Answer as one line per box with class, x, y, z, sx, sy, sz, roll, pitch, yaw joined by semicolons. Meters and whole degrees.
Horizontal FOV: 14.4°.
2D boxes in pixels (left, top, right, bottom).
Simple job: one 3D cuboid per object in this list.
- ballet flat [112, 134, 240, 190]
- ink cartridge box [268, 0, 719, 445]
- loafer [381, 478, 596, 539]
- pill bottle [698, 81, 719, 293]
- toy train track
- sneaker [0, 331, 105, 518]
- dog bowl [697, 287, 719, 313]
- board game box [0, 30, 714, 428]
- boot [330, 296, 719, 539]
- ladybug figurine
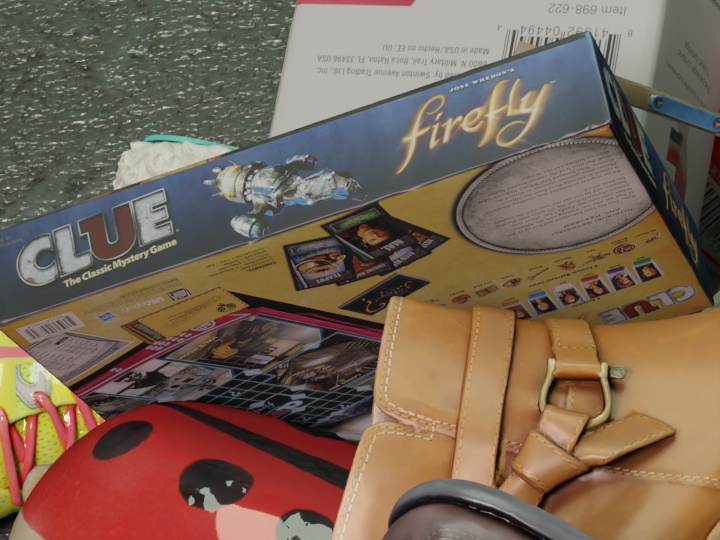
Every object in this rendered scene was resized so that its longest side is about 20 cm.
ballet flat;-0.016;-0.014;1.183;0.199;0.072;0.072;3;28;25
ink cartridge box;0.043;-0.025;1.025;0.144;0.202;0.083;5;-15;25
loafer;0.074;0.137;0.719;0.072;0.200;0.063;-29;21;50
pill bottle;0.188;-0.077;1.069;0.200;0.112;0.112;-42;3;38
toy train track;0.132;-0.031;0.948;0.199;0.033;0.115;18;6;-30
sneaker;-0.101;0.049;1.050;0.090;0.079;0.199;19;37;39
dog bowl;0.209;0.054;0.956;0.198;0.074;0.200;-6;26;3
board game box;0.000;0.000;0.906;0.199;0.136;0.035;-17;61;13
boot;0.082;0.031;0.846;0.154;0.074;0.201;16;57;7
ladybug figurine;-0.021;0.094;0.894;0.199;0.072;0.136;20;18;19
